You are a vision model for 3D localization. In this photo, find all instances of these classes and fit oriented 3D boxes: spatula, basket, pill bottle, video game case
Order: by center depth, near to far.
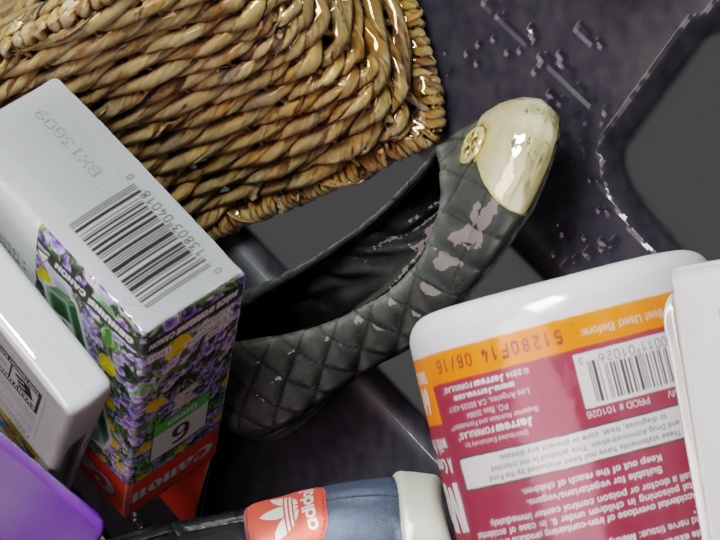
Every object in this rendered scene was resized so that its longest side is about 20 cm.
[{"bbox_3d":[0.091,0.101,0.807,0.109,0.109,0.201,-16,86,35],"label":"pill bottle"},{"bbox_3d":[-0.086,0.142,0.881,0.200,0.021,0.057,52,137,5],"label":"spatula"},{"bbox_3d":[-0.173,0.000,0.905,0.200,0.023,0.182,50,157,8],"label":"video game case"},{"bbox_3d":[-0.080,-0.107,0.931,0.199,0.149,0.143,-23,49,34],"label":"basket"}]

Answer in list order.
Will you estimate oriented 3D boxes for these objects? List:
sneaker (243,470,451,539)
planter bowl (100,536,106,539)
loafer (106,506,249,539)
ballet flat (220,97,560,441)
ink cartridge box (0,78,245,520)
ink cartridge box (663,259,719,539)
[{"bbox_3d":[-0.013,0.160,0.871,0.084,0.075,0.201,-1,119,-6],"label":"sneaker"},{"bbox_3d":[-0.195,0.177,1.028,0.200,0.083,0.202,4,98,33],"label":"planter bowl"},{"bbox_3d":[-0.061,0.131,0.924,0.200,0.070,0.069,-13,86,20],"label":"loafer"},{"bbox_3d":[0.000,0.000,0.881,0.057,0.067,0.200,36,125,-20],"label":"ballet flat"},{"bbox_3d":[-0.105,0.031,0.910,0.109,0.050,0.200,46,151,20],"label":"ink cartridge box"},{"bbox_3d":[0.206,0.054,0.708,0.199,0.084,0.147,-8,91,35],"label":"ink cartridge box"}]
